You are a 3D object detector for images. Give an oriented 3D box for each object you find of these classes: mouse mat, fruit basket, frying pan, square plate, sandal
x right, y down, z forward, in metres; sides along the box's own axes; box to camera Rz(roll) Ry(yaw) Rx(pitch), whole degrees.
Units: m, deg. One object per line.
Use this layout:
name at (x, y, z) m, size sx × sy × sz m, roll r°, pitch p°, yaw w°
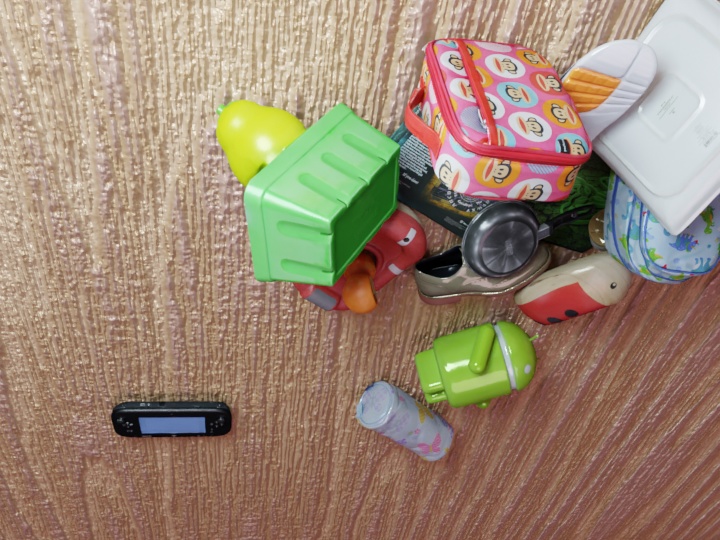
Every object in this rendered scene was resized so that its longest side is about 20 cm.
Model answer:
mouse mat at (0.282, -0.101, 0.905) m, size 0.198 × 0.008 × 0.162 m, roll 12°, pitch 131°, yaw -21°
fruit basket at (-0.076, -0.103, 0.743) m, size 0.212 × 0.217 × 0.157 m, roll -4°, pitch 134°, yaw -5°
frying pan at (0.226, -0.036, 0.883) m, size 0.187 × 0.031 × 0.116 m, roll 2°, pitch 118°, yaw -17°
square plate at (0.341, -0.177, 0.710) m, size 0.028 × 0.199 × 0.201 m, roll -1°, pitch 138°, yaw -37°
sandal at (0.248, -0.190, 0.751) m, size 0.078 × 0.060 × 0.207 m, roll 24°, pitch 143°, yaw -8°

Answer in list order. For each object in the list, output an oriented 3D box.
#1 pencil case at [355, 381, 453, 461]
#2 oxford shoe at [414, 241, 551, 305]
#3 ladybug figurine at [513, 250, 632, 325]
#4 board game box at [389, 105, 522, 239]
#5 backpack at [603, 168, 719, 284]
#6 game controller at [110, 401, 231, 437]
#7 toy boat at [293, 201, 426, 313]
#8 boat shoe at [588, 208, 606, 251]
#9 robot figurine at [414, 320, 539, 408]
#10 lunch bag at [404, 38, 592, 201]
pencil case at (0.081, 0.276, 1.181) m, size 0.091 × 0.084 × 0.199 m, roll -40°, pitch 128°, yaw 19°
oxford shoe at (0.171, -0.006, 0.928) m, size 0.198 × 0.071 × 0.075 m, roll -18°, pitch 142°, yaw 8°
ladybug figurine at (0.306, 0.030, 0.945) m, size 0.134 × 0.073 × 0.200 m, roll -11°, pitch 168°, yaw -31°
board game box at (0.121, -0.123, 0.838) m, size 0.199 × 0.028 × 0.135 m, roll 27°, pitch 124°, yaw -28°
backpack at (0.379, -0.086, 0.805) m, size 0.161 × 0.154 × 0.202 m, roll 7°, pitch 117°, yaw -16°
game controller at (-0.321, 0.258, 1.127) m, size 0.197 × 0.042 × 0.105 m, roll 2°, pitch 133°, yaw -11°
toy boat at (0.000, 0.000, 0.868) m, size 0.130 × 0.132 × 0.200 m, roll 31°, pitch 123°, yaw -33°
boat shoe at (0.412, -0.082, 0.909) m, size 0.198 × 0.072 × 0.069 m, roll -20°, pitch 160°, yaw 12°
robot figurine at (0.191, 0.149, 1.054) m, size 0.197 × 0.117 × 0.176 m, roll -16°, pitch 144°, yaw 5°
lunch bag at (0.131, -0.162, 0.688) m, size 0.174 × 0.202 × 0.082 m, roll 3°, pitch 139°, yaw -13°
